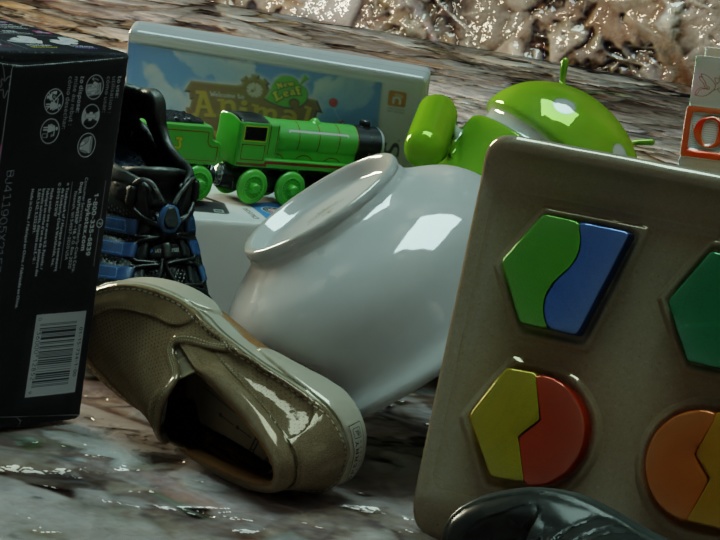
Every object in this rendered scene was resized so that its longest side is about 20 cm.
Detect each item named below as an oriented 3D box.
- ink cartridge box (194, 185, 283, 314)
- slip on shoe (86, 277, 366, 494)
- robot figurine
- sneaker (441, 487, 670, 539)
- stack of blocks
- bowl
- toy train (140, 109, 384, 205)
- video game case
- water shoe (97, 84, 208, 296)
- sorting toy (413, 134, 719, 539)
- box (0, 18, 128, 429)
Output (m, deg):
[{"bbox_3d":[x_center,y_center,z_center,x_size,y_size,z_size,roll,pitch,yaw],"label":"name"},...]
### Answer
[{"bbox_3d":[-0.135,-0.011,1.635,0.199,0.084,0.145,4,13,-23],"label":"ink cartridge box"},{"bbox_3d":[-0.088,0.063,1.346,0.200,0.076,0.060,29,34,34],"label":"slip on shoe"},{"bbox_3d":[0.091,-0.032,1.609,0.175,0.200,0.116,42,-7,-8],"label":"robot figurine"},{"bbox_3d":[0.113,0.143,1.115,0.199,0.060,0.104,17,9,22],"label":"sneaker"},{"bbox_3d":[0.217,-0.066,1.490,0.058,0.116,0.200,8,-9,10],"label":"stack of blocks"},{"bbox_3d":[0.000,0.000,1.402,0.201,0.091,0.201,-31,14,9],"label":"bowl"},{"bbox_3d":[-0.065,-0.071,1.632,0.199,0.057,0.042,2,14,-36],"label":"toy train"},{"bbox_3d":[-0.061,-0.067,1.735,0.199,0.183,0.022,10,32,6],"label":"video game case"},{"bbox_3d":[-0.125,-0.020,1.474,0.071,0.079,0.200,-2,49,-26],"label":"water shoe"},{"bbox_3d":[0.128,0.049,1.231,0.184,0.201,0.036,12,3,16],"label":"sorting toy"},{"bbox_3d":[-0.214,-0.027,1.359,0.115,0.201,0.132,19,15,38],"label":"box"}]
